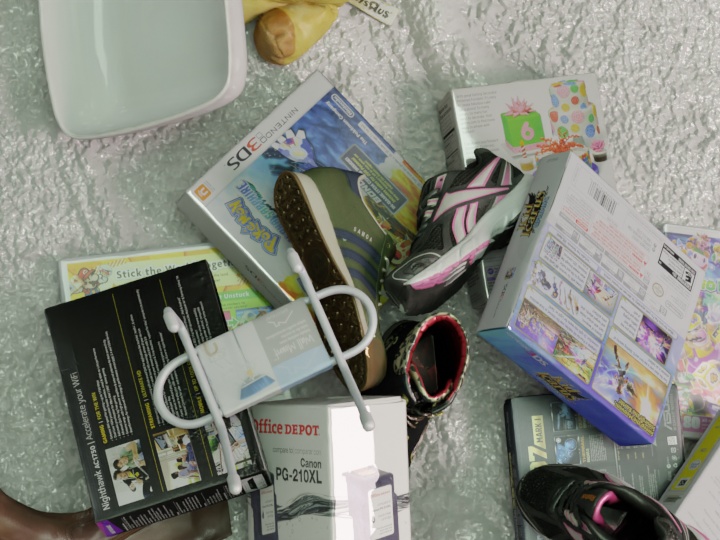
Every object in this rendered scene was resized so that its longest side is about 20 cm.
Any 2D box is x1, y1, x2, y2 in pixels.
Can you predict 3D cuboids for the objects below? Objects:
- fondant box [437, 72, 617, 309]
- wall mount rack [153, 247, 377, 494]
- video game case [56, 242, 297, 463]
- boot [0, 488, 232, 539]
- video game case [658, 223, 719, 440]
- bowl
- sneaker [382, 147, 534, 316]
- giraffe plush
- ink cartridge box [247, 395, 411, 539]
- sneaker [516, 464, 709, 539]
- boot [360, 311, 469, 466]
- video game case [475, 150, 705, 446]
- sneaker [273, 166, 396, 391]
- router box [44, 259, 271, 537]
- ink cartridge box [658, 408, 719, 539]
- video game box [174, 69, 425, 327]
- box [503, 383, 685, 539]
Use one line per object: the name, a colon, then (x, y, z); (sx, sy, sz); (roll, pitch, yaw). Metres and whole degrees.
fondant box: (0.161, -0.074, 1.658); (0.143, 0.058, 0.202); (-8, 83, -11)
wall mount rack: (-0.072, 0.085, 1.435); (0.199, 0.075, 0.175); (-25, 68, 0)
video game case: (-0.161, 0.070, 1.591); (0.198, 0.023, 0.183); (-6, 82, -11)
boot: (-0.225, 0.193, 1.534); (0.199, 0.064, 0.187); (-32, 101, -10)
video game case: (0.346, 0.063, 1.692); (0.142, 0.018, 0.202); (7, 80, -9)
bowl: (-0.184, -0.221, 1.572); (0.198, 0.075, 0.202); (-11, 83, 27)
sneaker: (0.076, -0.038, 1.563); (0.086, 0.081, 0.200); (41, 48, 12)
giraffe plush: (-0.045, -0.283, 1.596); (0.198, 0.162, 0.174); (10, 79, -9)
ink cartridge box: (-0.028, 0.208, 1.504); (0.084, 0.144, 0.202); (0, 87, -34)
sneaker: (0.207, 0.202, 1.499); (0.086, 0.199, 0.081); (43, 71, -42)
boot: (0.030, 0.131, 1.549); (0.073, 0.154, 0.205); (21, 78, -8)
video game case: (0.206, 0.027, 1.562); (0.200, 0.045, 0.182); (38, 60, -29)
sneaker: (0.000, 0.000, 1.539); (0.089, 0.067, 0.201); (-13, 77, -36)
router box: (-0.173, 0.106, 1.510); (0.148, 0.051, 0.201); (-16, 67, -2)
ink cartridge box: (0.350, 0.252, 1.604); (0.200, 0.047, 0.198); (-48, 109, -27)
video game box: (-0.035, -0.052, 1.609); (0.200, 0.047, 0.182); (45, 68, -1)
box: (0.218, 0.209, 1.619); (0.156, 0.051, 0.202); (-5, 82, -5)
